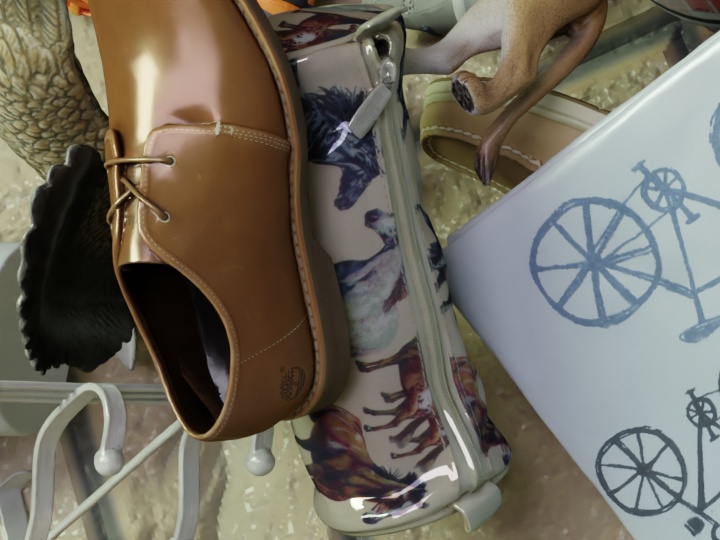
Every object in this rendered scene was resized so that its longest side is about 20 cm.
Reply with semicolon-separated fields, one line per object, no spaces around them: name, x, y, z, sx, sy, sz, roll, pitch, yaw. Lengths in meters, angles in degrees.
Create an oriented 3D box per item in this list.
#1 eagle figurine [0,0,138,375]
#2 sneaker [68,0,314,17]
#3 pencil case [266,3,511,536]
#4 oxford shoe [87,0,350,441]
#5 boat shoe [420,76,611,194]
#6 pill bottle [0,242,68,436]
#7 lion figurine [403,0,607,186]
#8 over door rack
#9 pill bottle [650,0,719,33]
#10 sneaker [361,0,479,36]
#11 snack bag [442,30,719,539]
eagle figurine;-0.097;-0.034;1.004;0.152;0.200;0.151;17;91;43
sneaker;-0.115;-0.119;1.108;0.200;0.078;0.112;2;77;23
pencil case;0.000;0.000;0.952;0.089;0.078;0.200;2;109;59
oxford shoe;-0.062;-0.036;0.891;0.071;0.071;0.200;-13;97;43
boat shoe;0.103;-0.018;0.994;0.200;0.074;0.066;23;81;26
pill bottle;-0.231;0.027;1.083;0.200;0.112;0.112;1;77;19
lion figurine;0.046;-0.143;0.986;0.122;0.072;0.200;-26;91;-25
over door rack;-0.144;0.091;0.989;0.200;0.148;0.067;-26;66;49
pill bottle;0.135;-0.157;0.944;0.116;0.200;0.116;-5;75;20
sneaker;0.024;-0.193;1.069;0.082;0.075;0.200;-7;75;19
snack bag;0.149;0.023;0.937;0.189;0.021;0.200;-38;86;29
